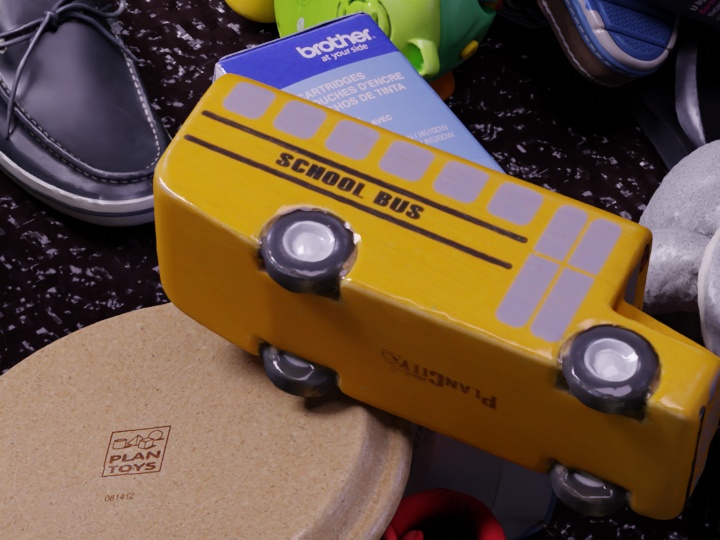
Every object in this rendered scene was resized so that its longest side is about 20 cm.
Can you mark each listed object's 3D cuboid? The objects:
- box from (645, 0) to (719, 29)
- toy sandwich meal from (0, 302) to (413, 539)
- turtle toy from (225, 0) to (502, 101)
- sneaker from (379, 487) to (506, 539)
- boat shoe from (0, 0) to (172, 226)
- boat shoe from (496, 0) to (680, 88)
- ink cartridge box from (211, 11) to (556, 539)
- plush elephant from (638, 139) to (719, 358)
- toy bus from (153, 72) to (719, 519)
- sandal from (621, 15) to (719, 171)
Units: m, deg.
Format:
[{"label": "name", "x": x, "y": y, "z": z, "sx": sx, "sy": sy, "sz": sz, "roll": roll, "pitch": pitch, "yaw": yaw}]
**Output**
[{"label": "box", "x": 0.206, "y": -0.169, "z": 1.184, "sx": 0.199, "sy": 0.106, "sz": 0.123, "roll": 16, "pitch": 41, "yaw": -29}, {"label": "toy sandwich meal", "x": -0.072, "y": 0.086, "z": 0.929, "sx": 0.203, "sy": 0.071, "sz": 0.206, "roll": -11, "pitch": 37, "yaw": 8}, {"label": "turtle toy", "x": 0.011, "y": -0.153, "z": 1.172, "sx": 0.100, "sy": 0.146, "sz": 0.201, "roll": 10, "pitch": 42, "yaw": -29}, {"label": "sneaker", "x": -0.007, "y": 0.151, "z": 0.888, "sx": 0.078, "sy": 0.116, "sz": 0.201, "roll": 18, "pitch": 47, "yaw": 6}, {"label": "boat shoe", "x": -0.136, "y": -0.097, "z": 1.132, "sx": 0.074, "sy": 0.062, "sz": 0.200, "roll": -17, "pitch": 54, "yaw": -26}, {"label": "boat shoe", "x": 0.088, "y": -0.149, "z": 1.210, "sx": 0.072, "sy": 0.072, "sz": 0.201, "roll": 19, "pitch": 41, "yaw": -32}, {"label": "ink cartridge box", "x": 0.000, "y": 0.000, "z": 1.015, "sx": 0.076, "sy": 0.137, "sz": 0.200, "roll": -21, "pitch": 55, "yaw": -28}, {"label": "plush elephant", "x": 0.163, "y": 0.028, "z": 0.970, "sx": 0.163, "sy": 0.201, "sz": 0.155, "roll": 7, "pitch": 32, "yaw": -14}, {"label": "toy bus", "x": 0.027, "y": 0.008, "z": 0.880, "sx": 0.199, "sy": 0.065, "sz": 0.078, "roll": 21, "pitch": 53, "yaw": 15}, {"label": "sandal", "x": 0.165, "y": -0.058, "z": 1.163, "sx": 0.075, "sy": 0.043, "sz": 0.201, "roll": -2, "pitch": 48, "yaw": -12}]
